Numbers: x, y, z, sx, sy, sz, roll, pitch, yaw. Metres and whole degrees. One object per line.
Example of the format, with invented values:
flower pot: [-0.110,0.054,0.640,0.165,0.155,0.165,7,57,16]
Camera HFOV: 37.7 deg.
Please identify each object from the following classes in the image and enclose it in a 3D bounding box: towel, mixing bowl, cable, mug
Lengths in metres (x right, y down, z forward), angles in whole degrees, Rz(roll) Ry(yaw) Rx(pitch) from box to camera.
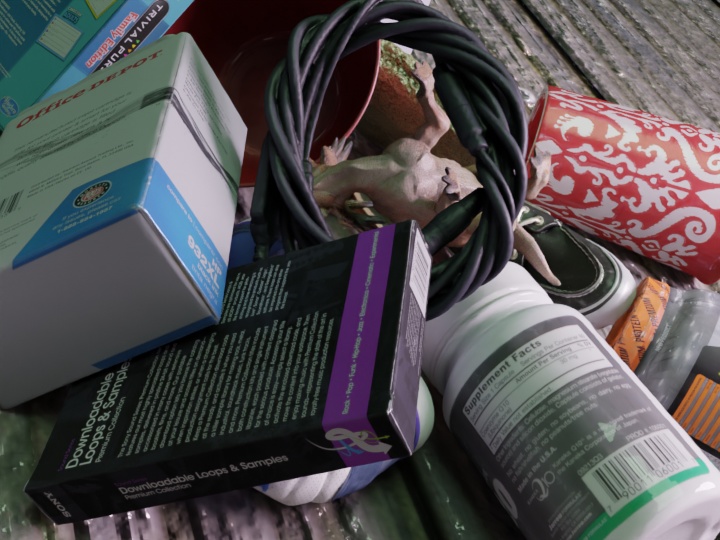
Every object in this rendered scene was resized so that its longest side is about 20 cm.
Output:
towel: [0.053,-0.118,0.881,0.036,0.149,0.200,-41,65,-12]
mixing bowl: [-0.074,-0.152,0.817,0.199,0.201,0.108,32,-1,12]
cable: [0.020,-0.075,0.623,0.161,0.203,0.051,9,-12,13]
mug: [0.239,-0.075,0.966,0.198,0.178,0.135,18,70,-1]

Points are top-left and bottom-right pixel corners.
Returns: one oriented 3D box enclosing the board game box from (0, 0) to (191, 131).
board game box: [-0.209,-0.203,0.770,0.151,0.200,0.047,46,5,30]

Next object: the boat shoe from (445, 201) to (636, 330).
boat shoe: [0.114,-0.015,0.775,0.064,0.071,0.199,47,-11,-37]

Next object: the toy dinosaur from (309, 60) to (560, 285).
toy dinosaur: [0.043,-0.048,0.718,0.199,0.135,0.087,28,56,-21]

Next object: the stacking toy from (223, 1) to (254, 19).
stacking toy: [-0.106,-0.299,0.807,0.116,0.200,0.110,-35,74,-3]

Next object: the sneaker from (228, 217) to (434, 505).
sneaker: [-0.059,0.049,0.624,0.146,0.081,0.200,-13,54,-47]

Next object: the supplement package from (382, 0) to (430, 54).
supplement package: [-0.024,-0.279,1.016,0.111,0.157,0.199,37,36,23]

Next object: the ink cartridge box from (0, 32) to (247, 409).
ink cartridge box: [-0.152,-0.036,0.617,0.084,0.144,0.201,57,18,-33]

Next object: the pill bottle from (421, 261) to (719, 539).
pill bottle: [0.120,0.094,0.643,0.112,0.114,0.201,-4,43,-35]

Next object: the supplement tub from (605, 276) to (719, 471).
supplement tub: [0.260,0.094,0.720,0.199,0.123,0.123,31,35,8]

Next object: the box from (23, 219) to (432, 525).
box: [-0.063,0.051,0.545,0.198,0.036,0.144,-13,36,19]

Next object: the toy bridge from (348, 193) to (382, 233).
toy bridge: [0.000,0.000,0.773,0.066,0.027,0.201,14,36,-17]
